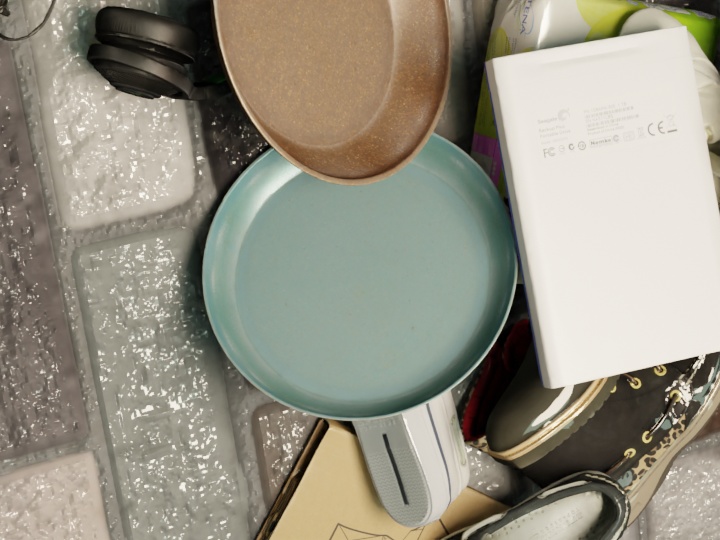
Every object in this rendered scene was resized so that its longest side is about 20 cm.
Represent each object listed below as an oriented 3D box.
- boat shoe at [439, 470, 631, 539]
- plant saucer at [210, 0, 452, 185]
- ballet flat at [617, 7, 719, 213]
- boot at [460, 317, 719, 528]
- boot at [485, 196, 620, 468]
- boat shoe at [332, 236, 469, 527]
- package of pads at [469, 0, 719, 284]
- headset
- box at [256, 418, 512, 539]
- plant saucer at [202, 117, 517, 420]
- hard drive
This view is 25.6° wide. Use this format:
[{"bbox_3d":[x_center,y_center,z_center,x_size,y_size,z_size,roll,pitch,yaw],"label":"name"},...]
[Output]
[{"bbox_3d":[0.093,0.201,1.075,0.199,0.060,0.076,-39,83,2],"label":"boat shoe"},{"bbox_3d":[-0.023,-0.151,0.970,0.199,0.036,0.203,5,82,-45],"label":"plant saucer"},{"bbox_3d":[0.227,-0.079,1.041,0.069,0.069,0.202,-28,114,-14],"label":"ballet flat"},{"bbox_3d":[0.171,0.077,1.126,0.150,0.073,0.201,30,95,-26],"label":"boot"},{"bbox_3d":[0.115,0.010,1.014,0.138,0.077,0.201,46,71,-22],"label":"boot"},{"bbox_3d":[0.022,0.069,1.067,0.067,0.073,0.202,-26,107,-50],"label":"boat shoe"},{"bbox_3d":[0.150,-0.087,1.077,0.153,0.068,0.202,6,100,-25],"label":"package of pads"},{"bbox_3d":[-0.139,-0.163,0.947,0.198,0.094,0.125,-10,103,-36],"label":"headset"},{"bbox_3d":[0.017,0.213,1.117,0.199,0.021,0.165,28,91,-26],"label":"box"},{"bbox_3d":[0.000,0.000,0.997,0.197,0.027,0.203,-2,69,6],"label":"plant saucer"},{"bbox_3d":[0.157,-0.040,0.980,0.130,0.025,0.203,-11,92,-14],"label":"hard drive"}]
